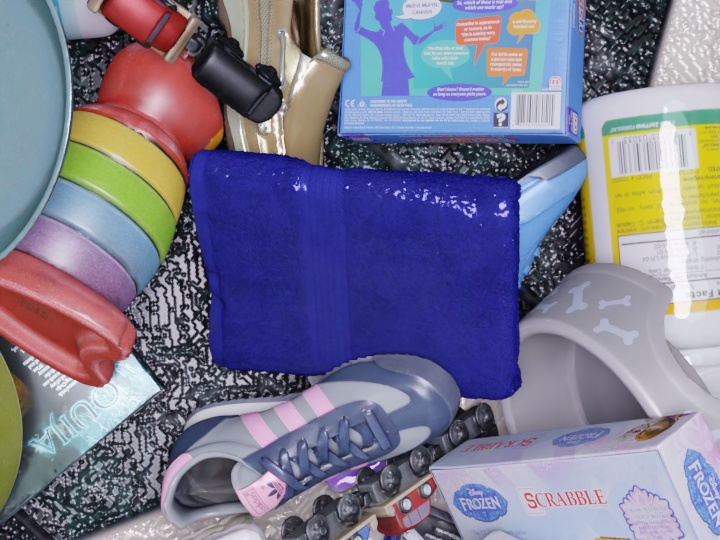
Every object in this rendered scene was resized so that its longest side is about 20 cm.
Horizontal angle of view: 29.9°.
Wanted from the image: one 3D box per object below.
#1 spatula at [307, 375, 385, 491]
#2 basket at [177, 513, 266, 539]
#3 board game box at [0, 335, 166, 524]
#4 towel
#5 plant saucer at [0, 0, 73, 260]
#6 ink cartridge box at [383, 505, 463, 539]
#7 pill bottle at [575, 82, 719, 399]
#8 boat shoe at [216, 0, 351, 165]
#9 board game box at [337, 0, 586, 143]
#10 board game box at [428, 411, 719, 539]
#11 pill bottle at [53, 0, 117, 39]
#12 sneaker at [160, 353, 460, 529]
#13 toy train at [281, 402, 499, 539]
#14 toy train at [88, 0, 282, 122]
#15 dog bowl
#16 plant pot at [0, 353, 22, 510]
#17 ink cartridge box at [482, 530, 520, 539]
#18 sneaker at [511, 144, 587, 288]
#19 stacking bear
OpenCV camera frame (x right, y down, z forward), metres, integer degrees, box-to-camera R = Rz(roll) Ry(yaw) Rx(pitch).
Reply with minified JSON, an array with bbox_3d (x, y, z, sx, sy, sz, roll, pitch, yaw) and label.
[{"bbox_3d":[-0.042,0.044,0.875,0.056,0.021,0.201,-29,92,-4],"label":"spatula"},{"bbox_3d":[-0.085,0.261,0.816,0.135,0.123,0.201,-24,91,-6],"label":"basket"},{"bbox_3d":[-0.241,0.087,0.848,0.200,0.028,0.136,-39,94,-6],"label":"board game box"},{"bbox_3d":[0.000,0.000,0.800,0.198,0.050,0.149,7,122,16],"label":"towel"},{"bbox_3d":[-0.230,-0.090,0.734,0.198,0.036,0.202,0,91,24],"label":"plant saucer"},{"bbox_3d":[0.101,0.229,0.877,0.199,0.044,0.095,24,88,-6],"label":"ink cartridge box"},{"bbox_3d":[0.199,-0.011,0.857,0.112,0.113,0.202,-5,89,-6],"label":"pill bottle"},{"bbox_3d":[-0.042,-0.120,0.841,0.076,0.072,0.202,-8,90,22],"label":"boat shoe"},{"bbox_3d":[0.066,-0.182,0.849,0.151,0.045,0.202,3,89,20],"label":"board game box"},{"bbox_3d":[0.149,0.184,0.761,0.041,0.199,0.201,-29,97,-34],"label":"board game box"},{"bbox_3d":[-0.248,-0.190,0.811,0.198,0.111,0.112,-5,90,-6],"label":"pill bottle"},{"bbox_3d":[-0.033,0.111,0.802,0.199,0.082,0.070,-21,116,28],"label":"sneaker"},{"bbox_3d":[0.022,0.137,0.826,0.199,0.034,0.046,-27,99,-43],"label":"toy train"},{"bbox_3d":[-0.126,-0.146,0.758,0.199,0.046,0.034,34,106,-21],"label":"toy train"},{"bbox_3d":[0.156,0.098,0.803,0.058,0.200,0.201,-25,92,-25],"label":"dog bowl"},{"bbox_3d":[-0.305,0.110,0.713,0.185,0.200,0.189,2,102,8],"label":"plant pot"},{"bbox_3d":[0.095,0.282,0.733,0.146,0.146,0.201,-31,123,-35],"label":"ink cartridge box"},{"bbox_3d":[0.077,0.006,0.855,0.200,0.066,0.079,-42,88,9],"label":"sneaker"},{"bbox_3d":[-0.149,-0.051,0.810,0.113,0.121,0.201,30,66,-9],"label":"stacking bear"}]
